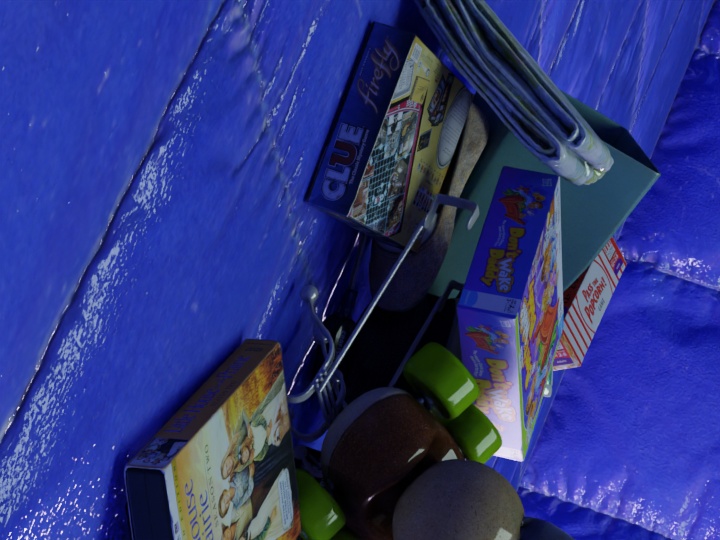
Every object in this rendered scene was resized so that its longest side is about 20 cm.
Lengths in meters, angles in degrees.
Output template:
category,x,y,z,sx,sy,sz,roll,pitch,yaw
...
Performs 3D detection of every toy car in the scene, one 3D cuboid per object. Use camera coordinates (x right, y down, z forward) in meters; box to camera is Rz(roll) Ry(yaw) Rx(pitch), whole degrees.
category,x,y,z,sx,sy,sz,roll,pitch,yaw
toy car,0.067,0.182,1.332,0.164,0.200,0.158,-43,145,-12

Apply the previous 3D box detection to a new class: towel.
category,x,y,z,sx,sy,sz,roll,pitch,yaw
towel,0.117,-0.141,1.432,0.048,0.171,0.200,-39,170,10

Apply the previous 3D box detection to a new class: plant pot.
category,x,y,z,sx,sy,sz,roll,pitch,yaw
plant pot,0.134,-0.055,1.638,0.200,0.141,0.141,-57,-164,15

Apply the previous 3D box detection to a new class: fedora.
category,x,y,z,sx,sy,sz,roll,pitch,yaw
fedora,0.030,0.082,1.531,0.201,0.092,0.201,-157,-90,-83

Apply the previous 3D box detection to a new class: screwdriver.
category,x,y,z,sx,sy,sz,roll,pitch,yaw
screwdriver,0.000,0.000,1.467,0.028,0.029,0.200,-8,118,-77

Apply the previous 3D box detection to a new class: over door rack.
category,x,y,z,sx,sy,sz,roll,pitch,yaw
over door rack,0.009,0.044,1.397,0.200,0.067,0.148,-47,156,-17

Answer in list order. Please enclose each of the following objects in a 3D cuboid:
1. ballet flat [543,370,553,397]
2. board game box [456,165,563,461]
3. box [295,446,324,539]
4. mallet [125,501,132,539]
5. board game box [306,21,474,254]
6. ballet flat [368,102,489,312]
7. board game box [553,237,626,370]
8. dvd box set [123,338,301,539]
category,x,y,z,sx,sy,sz,roll,pitch,yaw
ballet flat,0.080,0.114,1.647,0.069,0.200,0.069,43,35,-42
board game box,0.117,0.036,1.442,0.200,0.045,0.135,80,25,-54
box,-0.073,0.271,1.490,0.200,0.050,0.199,-59,164,-61
mallet,-0.133,0.208,1.205,0.066,0.041,0.200,-53,156,-50
board game box,0.026,-0.092,1.379,0.200,0.035,0.136,26,84,-73
ballet flat,0.046,-0.063,1.518,0.067,0.068,0.200,58,45,-51
board game box,0.131,0.041,1.739,0.046,0.200,0.152,59,38,-24
dvd box set,-0.089,0.147,1.193,0.200,0.029,0.146,-47,135,-64
